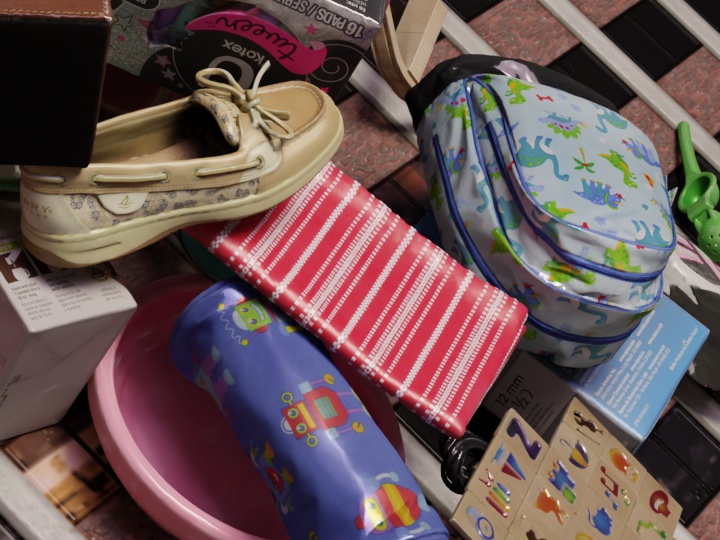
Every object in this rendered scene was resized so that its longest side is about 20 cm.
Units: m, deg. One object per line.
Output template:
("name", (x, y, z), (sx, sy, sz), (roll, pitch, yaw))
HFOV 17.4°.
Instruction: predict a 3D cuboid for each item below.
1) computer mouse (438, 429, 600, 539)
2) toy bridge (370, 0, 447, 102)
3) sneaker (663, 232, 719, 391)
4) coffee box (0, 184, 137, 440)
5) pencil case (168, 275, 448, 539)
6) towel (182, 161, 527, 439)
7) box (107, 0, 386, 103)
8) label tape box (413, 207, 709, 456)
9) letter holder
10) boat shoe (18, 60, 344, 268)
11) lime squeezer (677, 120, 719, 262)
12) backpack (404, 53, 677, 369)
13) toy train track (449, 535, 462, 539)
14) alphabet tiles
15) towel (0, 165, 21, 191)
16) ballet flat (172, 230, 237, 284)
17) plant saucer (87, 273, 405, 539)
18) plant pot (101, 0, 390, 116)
("computer mouse", (0.106, 0.192, 1.359), (0.138, 0.053, 0.201), (20, 41, -41))
("toy bridge", (0.037, -0.158, 1.625), (0.200, 0.027, 0.068), (50, 55, -46))
("sneaker", (0.211, 0.007, 1.656), (0.200, 0.080, 0.086), (49, 20, 13))
("coffee box", (-0.224, -0.017, 1.311), (0.080, 0.113, 0.201), (-15, 62, -44))
("pencil case", (-0.029, 0.097, 1.294), (0.078, 0.087, 0.201), (-23, 64, -23))
("towel", (0.000, 0.000, 1.342), (0.200, 0.023, 0.145), (38, 33, 0))
("box", (-0.091, -0.181, 1.354), (0.199, 0.115, 0.133), (23, 45, -12))
("label tape box", (0.117, 0.033, 1.555), (0.199, 0.066, 0.143), (36, 39, 5))
("letter holder", (-0.236, -0.138, 1.196), (0.198, 0.101, 0.143), (1, 46, -15))
("boat shoe", (-0.093, -0.064, 1.269), (0.199, 0.063, 0.073), (-27, 44, -30))
("lime squeezer", (0.271, -0.043, 1.761), (0.070, 0.038, 0.201), (-2, 53, -38))
("backpack", (0.120, -0.035, 1.482), (0.162, 0.154, 0.201), (21, 54, -25))
("toy train track", (0.103, 0.204, 1.403), (0.199, 0.033, 0.115), (13, 46, -29))
("alphabet tiles", (0.136, 0.156, 1.382), (0.167, 0.008, 0.200), (46, 30, -5))
("towel", (-0.227, -0.124, 1.306), (0.152, 0.023, 0.201), (1, 51, -38))
("ballet flat", (-0.086, -0.039, 1.430), (0.070, 0.071, 0.200), (-3, 27, -38))
("plant saucer", (-0.071, 0.094, 1.366), (0.199, 0.051, 0.201), (21, 42, -19))
("plant pot", (-0.107, -0.194, 1.523), (0.200, 0.200, 0.179), (46, 56, 11))
